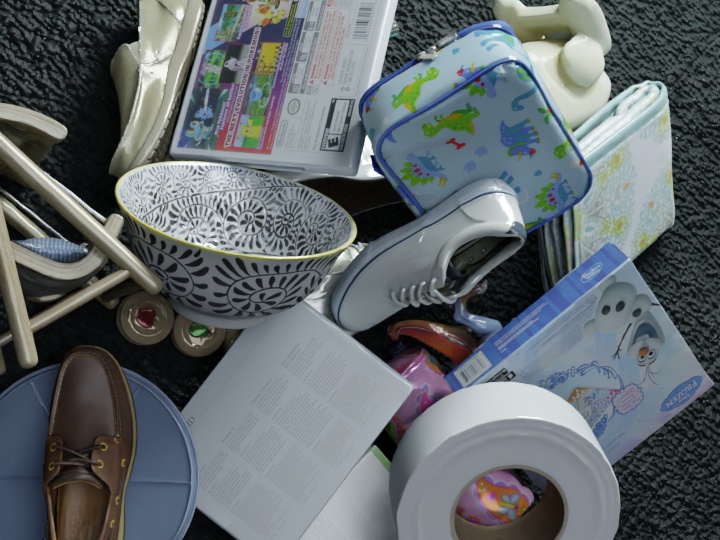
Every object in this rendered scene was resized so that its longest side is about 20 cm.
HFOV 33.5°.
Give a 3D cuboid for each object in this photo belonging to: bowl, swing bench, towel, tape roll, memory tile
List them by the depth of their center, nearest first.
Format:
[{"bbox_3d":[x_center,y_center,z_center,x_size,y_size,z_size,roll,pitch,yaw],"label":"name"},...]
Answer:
[{"bbox_3d":[-0.281,-0.033,0.962,0.130,0.199,0.200,-32,97,-22],"label":"swing bench"},{"bbox_3d":[-0.110,-0.012,0.999,0.200,0.201,0.094,3,115,-22],"label":"bowl"},{"bbox_3d":[0.128,0.204,1.073,0.202,0.071,0.203,-2,111,-5],"label":"tape roll"},{"bbox_3d":[-0.134,-0.016,1.119,0.153,0.017,0.200,16,78,-20],"label":"memory tile"},{"bbox_3d":[0.252,-0.077,1.220,0.200,0.048,0.171,-36,132,-30],"label":"towel"}]

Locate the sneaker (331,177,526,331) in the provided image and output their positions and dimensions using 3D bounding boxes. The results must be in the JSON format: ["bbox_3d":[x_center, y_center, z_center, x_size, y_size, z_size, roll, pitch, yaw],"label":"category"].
[{"bbox_3d":[0.056,-0.001,1.039,0.073,0.200,0.071,33,28,-38],"label":"sneaker"}]

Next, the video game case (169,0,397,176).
[{"bbox_3d":[-0.068,-0.186,1.093,0.182,0.023,0.200,7,73,20],"label":"video game case"}]

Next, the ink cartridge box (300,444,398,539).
[{"bbox_3d":[-0.016,0.282,1.119,0.200,0.048,0.146,-42,100,-18],"label":"ink cartridge box"}]

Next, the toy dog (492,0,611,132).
[{"bbox_3d":[0.152,-0.157,1.203,0.200,0.139,0.194,-50,131,-19],"label":"toy dog"}]

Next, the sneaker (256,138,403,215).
[{"bbox_3d":[-0.022,-0.099,1.149,0.200,0.073,0.085,-11,56,-30],"label":"sneaker"}]

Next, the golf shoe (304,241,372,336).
[{"bbox_3d":[0.000,0.000,1.137,0.200,0.075,0.092,-36,105,-23],"label":"golf shoe"}]

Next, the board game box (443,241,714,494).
[{"bbox_3d":[0.211,0.104,1.138,0.200,0.043,0.199,-39,124,3],"label":"board game box"}]

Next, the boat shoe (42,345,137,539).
[{"bbox_3d":[-0.222,0.161,0.975,0.072,0.068,0.200,1,84,-3],"label":"boat shoe"}]

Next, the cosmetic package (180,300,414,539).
[{"bbox_3d":[-0.071,0.136,1.058,0.151,0.052,0.200,38,89,4],"label":"cosmetic package"}]

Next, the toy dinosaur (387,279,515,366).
[{"bbox_3d":[0.126,0.091,1.174,0.200,0.105,0.182,-26,104,-17],"label":"toy dinosaur"}]

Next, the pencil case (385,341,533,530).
[{"bbox_3d":[0.080,0.167,1.154,0.087,0.087,0.200,-41,99,-21],"label":"pencil case"}]

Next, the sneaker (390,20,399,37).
[{"bbox_3d":[-0.018,-0.189,1.150,0.091,0.078,0.200,40,70,-41],"label":"sneaker"}]

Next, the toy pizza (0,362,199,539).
[{"bbox_3d":[-0.237,0.178,1.023,0.200,0.032,0.201,0,84,-3],"label":"toy pizza"}]

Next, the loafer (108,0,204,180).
[{"bbox_3d":[-0.196,-0.164,1.082,0.068,0.076,0.200,15,65,-5],"label":"loafer"}]

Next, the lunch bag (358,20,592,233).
[{"bbox_3d":[0.099,-0.109,1.049,0.161,0.083,0.200,-31,135,12],"label":"lunch bag"}]
